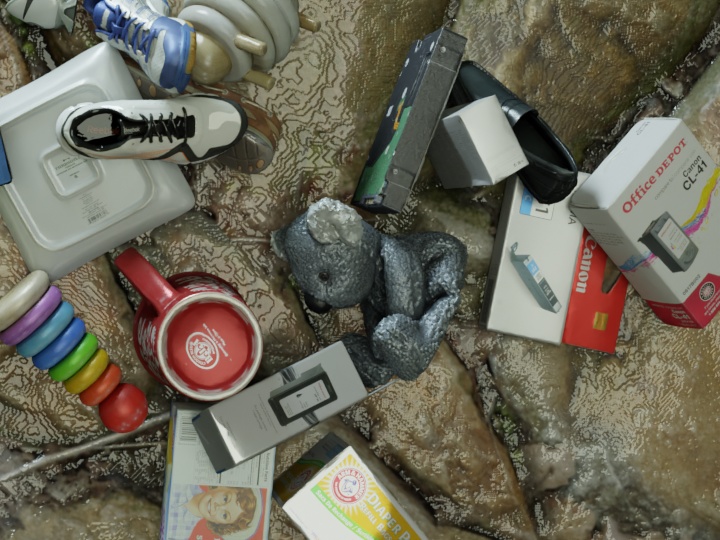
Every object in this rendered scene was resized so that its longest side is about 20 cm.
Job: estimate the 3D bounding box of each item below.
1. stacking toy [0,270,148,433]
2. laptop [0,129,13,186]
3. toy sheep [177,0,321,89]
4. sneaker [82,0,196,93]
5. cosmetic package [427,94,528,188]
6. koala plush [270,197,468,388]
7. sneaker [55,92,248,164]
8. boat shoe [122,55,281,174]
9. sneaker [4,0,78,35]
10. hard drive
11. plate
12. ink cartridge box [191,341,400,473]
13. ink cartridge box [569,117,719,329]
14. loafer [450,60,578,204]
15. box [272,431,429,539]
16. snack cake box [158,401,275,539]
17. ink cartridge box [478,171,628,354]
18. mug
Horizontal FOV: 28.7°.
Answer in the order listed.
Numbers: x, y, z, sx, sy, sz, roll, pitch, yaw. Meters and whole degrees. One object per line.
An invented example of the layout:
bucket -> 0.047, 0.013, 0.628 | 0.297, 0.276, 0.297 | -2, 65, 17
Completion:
stacking toy -> -0.307, 0.099, 1.509 | 0.085, 0.085, 0.200 | -42, 105, -8
laptop -> -0.475, -0.157, 1.441 | 0.198, 0.116, 0.189 | -14, 94, -11
toy sheep -> -0.122, -0.273, 1.507 | 0.138, 0.138, 0.200 | 44, 61, -10
sneaker -> -0.232, -0.241, 1.450 | 0.087, 0.200, 0.076 | 10, 111, -31
cosmetic package -> 0.118, -0.137, 1.525 | 0.050, 0.200, 0.083 | -30, 98, -8
koala plush -> 0.000, 0.000, 1.529 | 0.199, 0.177, 0.185 | 33, 71, -10
sneaker -> -0.212, -0.142, 1.443 | 0.198, 0.080, 0.075 | -7, 97, -11
boat shoe -> -0.177, -0.179, 1.535 | 0.199, 0.076, 0.072 | 30, 52, -3
sneaker -> -0.330, -0.358, 1.487 | 0.088, 0.074, 0.202 | 10, 89, -14
hard drive -> 0.052, -0.160, 1.541 | 0.038, 0.140, 0.202 | 22, 86, -11
plate -> -0.306, -0.111, 1.497 | 0.198, 0.032, 0.201 | -27, 101, 2
ink cartridge box -> -0.069, 0.136, 1.476 | 0.199, 0.116, 0.068 | -25, 86, -20
ink cartridge box -> 0.358, -0.054, 1.615 | 0.148, 0.085, 0.200 | -48, 112, -13
loafer -> 0.174, -0.165, 1.577 | 0.068, 0.071, 0.201 | -31, 74, -29
box -> 0.002, 0.292, 1.560 | 0.101, 0.112, 0.200 | -40, 98, -8
snack cake box -> -0.158, 0.251, 1.547 | 0.114, 0.067, 0.202 | 5, 91, -14
ink cartridge box -> 0.242, -0.013, 1.635 | 0.174, 0.045, 0.202 | 11, 90, -11
mug -> -0.187, 0.065, 1.467 | 0.176, 0.200, 0.135 | 20, 88, -12
